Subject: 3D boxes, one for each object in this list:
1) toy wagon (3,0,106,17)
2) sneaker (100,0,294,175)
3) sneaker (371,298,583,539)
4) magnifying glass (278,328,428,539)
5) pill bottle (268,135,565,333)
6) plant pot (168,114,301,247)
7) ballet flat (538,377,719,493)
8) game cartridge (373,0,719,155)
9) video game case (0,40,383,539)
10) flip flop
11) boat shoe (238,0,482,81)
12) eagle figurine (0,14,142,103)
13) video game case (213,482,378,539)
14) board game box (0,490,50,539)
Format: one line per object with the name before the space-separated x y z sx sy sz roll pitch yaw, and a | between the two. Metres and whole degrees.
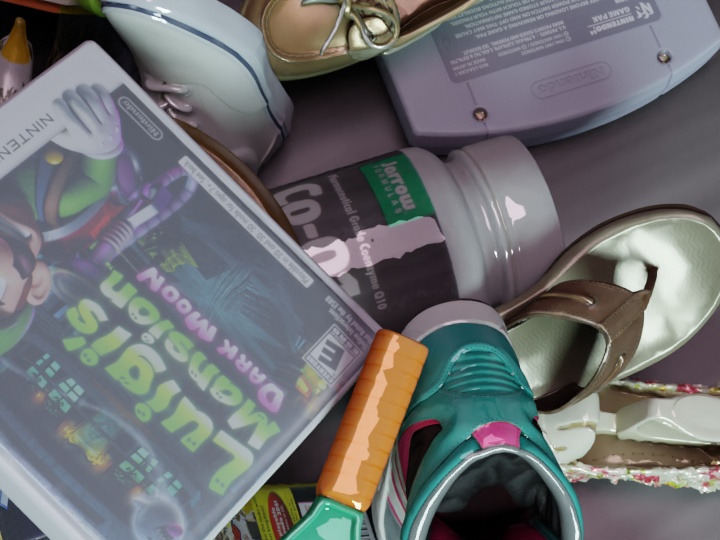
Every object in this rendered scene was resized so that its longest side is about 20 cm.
toy wagon | -0.155 -0.176 0.888 0.155 0.200 0.040 27 110 28
sneaker | -0.084 -0.090 0.835 0.073 0.200 0.071 16 78 21
sneaker | 0.054 0.126 0.754 0.083 0.200 0.121 -6 38 -6
magnifying glass | -0.016 0.121 0.686 0.079 0.022 0.200 23 73 -6
pill bottle | 0.000 0.000 0.851 0.200 0.113 0.113 -18 73 -10
plant pot | -0.107 0.003 0.728 0.200 0.027 0.200 12 60 -22
ballet flat | 0.138 0.080 0.860 0.200 0.064 0.076 1 70 -3
game cartridge | 0.106 -0.144 0.950 0.200 0.040 0.134 -18 70 -9
video game case | -0.108 0.017 0.690 0.200 0.023 0.182 45 53 -1
flip flop | 0.099 0.036 0.798 0.200 0.058 0.081 -25 107 -3
boat shoe | 0.024 -0.166 0.889 0.200 0.063 0.073 -29 103 -12
eagle figurine | -0.191 -0.074 0.865 0.152 0.200 0.151 39 105 -22
video game case | -0.023 0.198 0.758 0.025 0.181 0.200 -27 71 26
board game box | -0.122 0.112 0.774 0.057 0.165 0.200 -23 73 11
